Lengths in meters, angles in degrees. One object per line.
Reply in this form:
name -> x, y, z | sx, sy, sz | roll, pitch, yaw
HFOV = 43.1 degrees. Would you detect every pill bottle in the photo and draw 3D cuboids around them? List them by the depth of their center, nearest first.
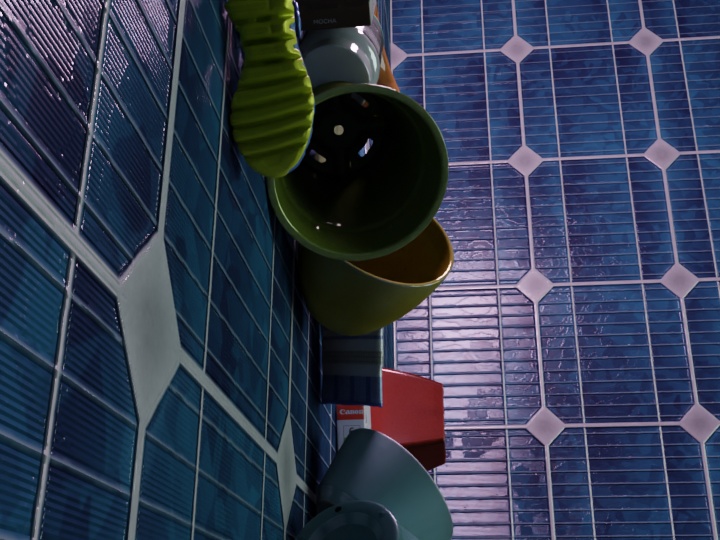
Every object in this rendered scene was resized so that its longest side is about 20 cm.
pill bottle -> -0.028, -0.284, 1.222 | 0.200, 0.113, 0.114 | -82, 168, -60

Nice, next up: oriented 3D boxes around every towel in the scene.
towel -> -0.010, 0.091, 1.293 | 0.147, 0.024, 0.201 | -9, -101, 54

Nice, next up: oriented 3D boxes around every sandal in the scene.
sandal -> -0.081, -0.186, 0.840 | 0.087, 0.079, 0.201 | -81, 169, -83

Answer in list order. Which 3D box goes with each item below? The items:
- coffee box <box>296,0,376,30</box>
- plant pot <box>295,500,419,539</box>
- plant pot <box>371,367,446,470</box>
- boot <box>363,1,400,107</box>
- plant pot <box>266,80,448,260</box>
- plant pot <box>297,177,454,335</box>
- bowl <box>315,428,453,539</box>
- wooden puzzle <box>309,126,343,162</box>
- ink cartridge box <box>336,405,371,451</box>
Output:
coffee box -> -0.037, -0.370, 1.158 | 0.200, 0.112, 0.080 | -84, 170, -61
plant pot -> 0.010, 0.377, 1.057 | 0.200, 0.199, 0.188 | -84, 155, -57
plant pot -> 0.093, 0.328, 1.945 | 0.200, 0.175, 0.201 | 79, 10, -57
boot -> 0.010, -0.335, 1.358 | 0.155, 0.073, 0.200 | 91, -23, -54
plant pot -> -0.016, -0.140, 1.067 | 0.190, 0.199, 0.201 | -111, -165, -64
plant pot -> 0.000, 0.000, 1.165 | 0.200, 0.199, 0.142 | -85, -162, -53
bowl -> 0.016, 0.324, 1.225 | 0.105, 0.200, 0.201 | -34, 135, -33
wooden puzzle -> -0.045, -0.131, 1.374 | 0.200, 0.046, 0.186 | -72, 160, -61
ink cartridge box -> -0.011, 0.255, 1.541 | 0.109, 0.050, 0.201 | 39, 48, -82
